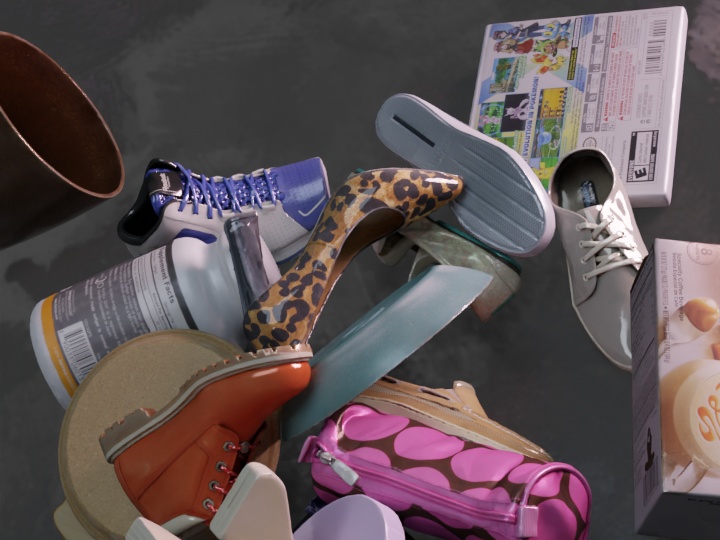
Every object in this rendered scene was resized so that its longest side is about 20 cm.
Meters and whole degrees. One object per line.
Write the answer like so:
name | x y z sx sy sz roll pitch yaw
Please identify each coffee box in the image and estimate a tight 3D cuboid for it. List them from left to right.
coffee box | 0.255 0.085 1.067 0.114 0.080 0.200 7 58 -1

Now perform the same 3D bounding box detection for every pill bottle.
pill bottle | -0.166 0.042 1.278 0.200 0.116 0.116 -23 52 7

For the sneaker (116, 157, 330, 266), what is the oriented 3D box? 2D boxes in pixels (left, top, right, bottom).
sneaker | -0.128 -0.052 1.323 0.199 0.115 0.081 -22 53 9

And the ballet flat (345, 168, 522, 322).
ballet flat | 0.046 -0.021 1.262 0.200 0.067 0.062 33 85 36

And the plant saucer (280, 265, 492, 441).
plant saucer | 0.011 0.053 1.143 0.200 0.200 0.036 -38 91 -4

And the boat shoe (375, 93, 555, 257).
boat shoe | 0.098 -0.082 1.249 0.074 0.067 0.200 -52 57 17

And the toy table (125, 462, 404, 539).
toy table | -0.073 0.222 0.992 0.184 0.117 0.200 12 74 54

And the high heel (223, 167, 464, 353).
high heel | 0.000 0.000 1.188 0.200 0.071 0.143 -16 61 -1

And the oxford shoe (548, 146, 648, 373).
oxford shoe | 0.192 -0.013 1.185 0.075 0.058 0.200 -18 65 10

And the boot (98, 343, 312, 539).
boot | -0.097 0.127 1.100 0.200 0.075 0.107 -35 69 31

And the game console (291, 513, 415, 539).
game console | -0.030 0.256 1.068 0.171 0.118 0.200 39 78 26

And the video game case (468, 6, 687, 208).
video game case | 0.183 -0.138 1.306 0.182 0.022 0.200 -2 59 23

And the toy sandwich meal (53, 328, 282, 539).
toy sandwich meal | -0.149 0.147 1.203 0.205 0.070 0.205 -4 72 14

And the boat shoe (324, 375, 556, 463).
boat shoe | 0.069 0.116 1.160 0.200 0.072 0.076 18 53 31

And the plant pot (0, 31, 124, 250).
plant pot | -0.359 -0.089 1.428 0.200 0.187 0.187 -36 50 17

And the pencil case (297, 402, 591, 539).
pencil case | 0.057 0.151 1.052 0.200 0.094 0.091 10 78 37
